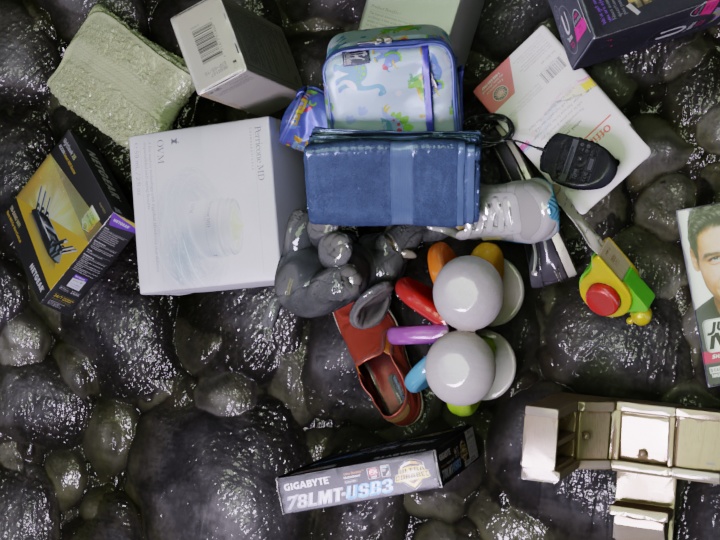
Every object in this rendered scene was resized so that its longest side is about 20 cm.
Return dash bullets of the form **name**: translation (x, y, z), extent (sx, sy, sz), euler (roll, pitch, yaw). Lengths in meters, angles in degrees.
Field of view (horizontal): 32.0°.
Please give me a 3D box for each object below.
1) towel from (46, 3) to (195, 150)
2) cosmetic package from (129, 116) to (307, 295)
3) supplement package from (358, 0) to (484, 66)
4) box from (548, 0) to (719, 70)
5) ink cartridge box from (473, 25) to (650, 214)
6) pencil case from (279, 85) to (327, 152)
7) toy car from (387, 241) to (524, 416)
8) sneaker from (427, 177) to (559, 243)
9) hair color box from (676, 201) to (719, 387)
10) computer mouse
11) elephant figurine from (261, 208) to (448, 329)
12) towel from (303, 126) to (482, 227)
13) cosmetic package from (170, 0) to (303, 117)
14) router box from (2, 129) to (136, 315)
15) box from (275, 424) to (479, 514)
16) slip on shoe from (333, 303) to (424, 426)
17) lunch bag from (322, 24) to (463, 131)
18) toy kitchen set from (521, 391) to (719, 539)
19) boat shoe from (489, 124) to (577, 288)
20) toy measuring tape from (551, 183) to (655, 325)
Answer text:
- **towel**: translation (-0.322, -0.252, 1.690), extent (0.199, 0.036, 0.150), euler (34, 100, 16)
- **cosmetic package**: translation (-0.175, -0.077, 1.594), extent (0.197, 0.123, 0.203), euler (-6, 87, 17)
- **supplement package**: translation (0.077, -0.314, 1.516), extent (0.115, 0.117, 0.203), euler (19, 96, 17)
- **box**: translation (0.322, -0.315, 1.402), extent (0.197, 0.122, 0.108), euler (-18, 83, -3)
- **ink cartridge box**: translation (0.242, -0.173, 1.484), extent (0.116, 0.067, 0.201), euler (-41, 76, 13)
- **pencil case**: translation (0.001, -0.161, 1.525), extent (0.197, 0.078, 0.088), euler (20, 113, -6)
- **toy car**: translation (0.104, 0.065, 1.469), extent (0.147, 0.175, 0.204), euler (6, 91, 19)
- **sneaker**: translation (0.153, -0.064, 1.449), extent (0.199, 0.080, 0.078), euler (2, 105, 58)
- **hair color box**: translation (0.425, 0.023, 1.423), extent (0.097, 0.061, 0.204), euler (-11, 85, 18)
- **computer mouse**: translation (0.203, -0.137, 1.448), extent (0.198, 0.034, 0.059), euler (22, 87, 24)
- **elephant figurine**: translation (0.000, 0.000, 1.517), extent (0.153, 0.198, 0.144), euler (-5, 82, 39)
- **towel**: translation (0.036, -0.102, 1.393), extent (0.196, 0.049, 0.113), euler (0, 120, 0)
- **cosmetic package**: translation (-0.146, -0.261, 1.546), extent (0.072, 0.200, 0.105), euler (-23, 81, 15)
- **router box**: translation (-0.384, -0.065, 1.653), extent (0.158, 0.052, 0.201), euler (-49, 47, 12)
- **box**: translation (0.025, 0.234, 1.479), extent (0.197, 0.198, 0.051), euler (-14, 85, 18)
- **slip on shoe**: translation (0.017, 0.099, 1.555), extent (0.073, 0.061, 0.202), euler (-29, 75, 18)
- **lunch bag**: translation (0.041, -0.174, 1.428), extent (0.158, 0.083, 0.203), euler (-3, 117, 2)
- **toy kitchen set**: translation (0.295, 0.234, 1.398), extent (0.197, 0.180, 0.166), euler (4, 91, 22)
- **boat shoe**: translation (0.191, -0.075, 1.498), extent (0.062, 0.073, 0.202), euler (-26, 86, 13)
- **toy measuring tape**: translation (0.265, -0.010, 1.456), extent (0.073, 0.074, 0.200), euler (-40, 100, 13)
